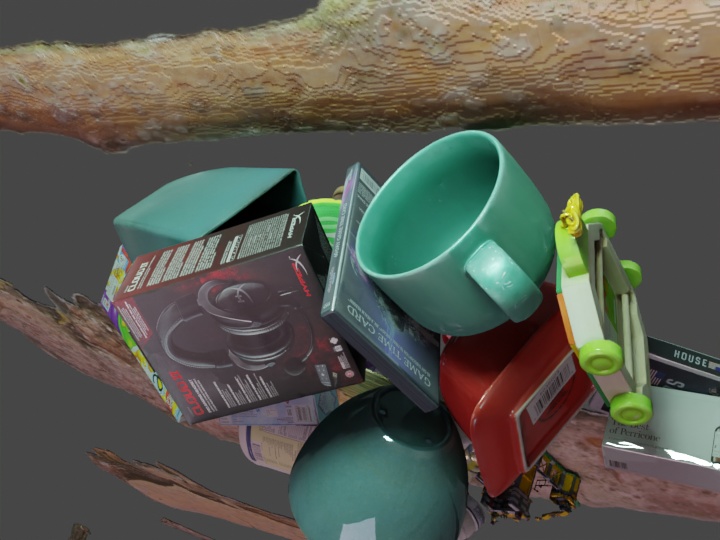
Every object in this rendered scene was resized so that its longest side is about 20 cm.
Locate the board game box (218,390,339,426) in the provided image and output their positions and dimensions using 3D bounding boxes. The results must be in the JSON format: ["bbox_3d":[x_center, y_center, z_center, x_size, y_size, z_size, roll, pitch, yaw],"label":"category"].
[{"bbox_3d":[-0.123,0.092,0.948,0.198,0.041,0.203,-10,91,43],"label":"board game box"}]

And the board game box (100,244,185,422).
[{"bbox_3d":[-0.219,0.067,0.931,0.200,0.102,0.105,48,126,25],"label":"board game box"}]

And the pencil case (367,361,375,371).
[{"bbox_3d":[-0.071,0.098,1.005,0.198,0.085,0.085,7,179,33],"label":"pencil case"}]

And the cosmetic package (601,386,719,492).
[{"bbox_3d":[0.348,0.169,0.747,0.198,0.083,0.051,6,141,29],"label":"cosmetic package"}]

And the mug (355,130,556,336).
[{"bbox_3d":[0.085,-0.011,0.626,0.151,0.187,0.114,-25,128,33],"label":"mug"}]

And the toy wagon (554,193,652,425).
[{"bbox_3d":[0.195,0.021,0.615,0.039,0.156,0.200,-17,130,30],"label":"toy wagon"}]

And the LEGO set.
[{"bbox_3d":[0.209,0.328,1.092,0.198,0.117,0.154,-7,135,43],"label":"LEGO set"}]

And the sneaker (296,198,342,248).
[{"bbox_3d":[0.005,0.007,0.731,0.074,0.084,0.200,-40,118,16],"label":"sneaker"}]

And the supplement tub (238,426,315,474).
[{"bbox_3d":[-0.069,0.245,1.152,0.198,0.146,0.146,8,145,27],"label":"supplement tub"}]

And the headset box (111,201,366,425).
[{"bbox_3d":[-0.109,0.045,0.673,0.197,0.078,0.150,-15,120,13],"label":"headset box"}]

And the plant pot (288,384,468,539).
[{"bbox_3d":[0.034,0.202,0.805,0.198,0.201,0.136,23,122,5],"label":"plant pot"}]

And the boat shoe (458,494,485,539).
[{"bbox_3d":[0.084,0.348,1.085,0.201,0.086,0.075,8,126,53],"label":"boat shoe"}]

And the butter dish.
[{"bbox_3d":[0.145,0.092,0.768,0.147,0.200,0.200,35,159,35],"label":"butter dish"}]

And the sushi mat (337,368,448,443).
[{"bbox_3d":[0.014,0.162,0.924,0.198,0.012,0.097,21,126,19],"label":"sushi mat"}]

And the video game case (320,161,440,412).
[{"bbox_3d":[0.027,0.009,0.688,0.019,0.201,0.143,-28,123,30],"label":"video game case"}]

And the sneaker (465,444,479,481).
[{"bbox_3d":[0.144,0.262,1.011,0.199,0.131,0.080,-27,110,39],"label":"sneaker"}]

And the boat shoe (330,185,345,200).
[{"bbox_3d":[0.000,0.000,0.816,0.070,0.071,0.201,14,145,26],"label":"boat shoe"}]

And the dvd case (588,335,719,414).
[{"bbox_3d":[0.356,0.139,0.796,0.198,0.025,0.151,18,147,13],"label":"dvd case"}]

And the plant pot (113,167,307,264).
[{"bbox_3d":[-0.164,-0.024,0.815,0.198,0.141,0.143,12,131,38],"label":"plant pot"}]

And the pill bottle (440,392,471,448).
[{"bbox_3d":[0.083,0.191,0.992,0.112,0.113,0.199,40,147,-22],"label":"pill bottle"}]
